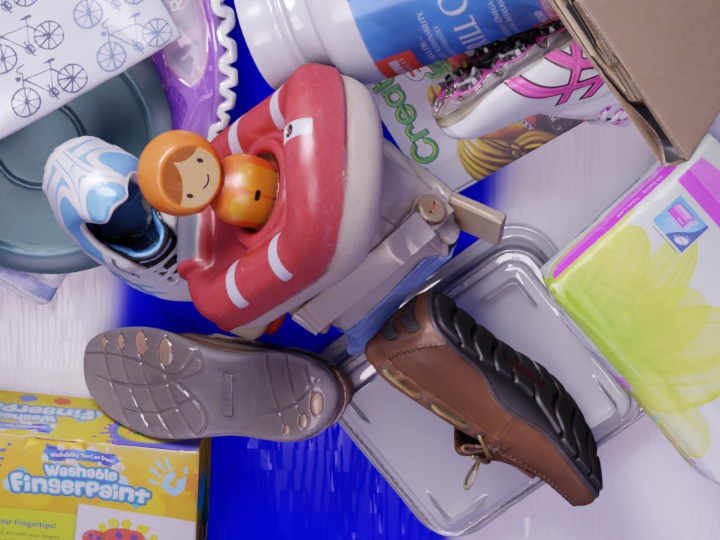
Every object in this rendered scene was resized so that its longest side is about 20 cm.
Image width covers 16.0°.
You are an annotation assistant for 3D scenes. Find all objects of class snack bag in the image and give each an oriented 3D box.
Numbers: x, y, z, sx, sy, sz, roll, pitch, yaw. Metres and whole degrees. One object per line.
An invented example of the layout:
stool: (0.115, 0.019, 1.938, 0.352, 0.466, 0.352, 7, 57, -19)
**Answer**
snack bag: (-0.234, -0.185, 1.562, 0.188, 0.021, 0.201, -29, 100, -9)

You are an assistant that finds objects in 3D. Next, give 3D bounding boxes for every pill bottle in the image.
pill bottle: (0.028, -0.180, 1.570, 0.199, 0.112, 0.113, -19, 108, 14)

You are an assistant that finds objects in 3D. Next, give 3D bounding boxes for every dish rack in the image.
dish rack: (0.082, 0.084, 1.740, 0.199, 0.044, 0.172, -36, 102, 16)

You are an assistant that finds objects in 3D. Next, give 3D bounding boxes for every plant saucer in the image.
plant saucer: (-0.212, -0.088, 1.693, 0.198, 0.027, 0.202, 1, 110, 2)

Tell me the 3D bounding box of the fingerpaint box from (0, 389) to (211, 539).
fingerpaint box: (-0.207, 0.176, 1.791, 0.198, 0.073, 0.168, 4, 112, 4)

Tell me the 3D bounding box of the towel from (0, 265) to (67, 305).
towel: (-0.230, -0.086, 1.720, 0.146, 0.024, 0.201, 29, 111, -6)

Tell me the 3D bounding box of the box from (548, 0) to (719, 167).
box: (0.182, -0.178, 1.550, 0.021, 0.200, 0.164, -23, 110, 40)

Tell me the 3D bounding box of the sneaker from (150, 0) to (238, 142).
sneaker: (-0.125, -0.171, 1.636, 0.088, 0.080, 0.202, -6, 106, -14)

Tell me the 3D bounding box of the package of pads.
package of pads: (0.230, 0.030, 1.675, 0.154, 0.068, 0.200, -43, 101, 5)

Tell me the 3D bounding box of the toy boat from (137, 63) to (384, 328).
toy boat: (-0.073, -0.051, 1.549, 0.130, 0.132, 0.200, 12, 154, -30)

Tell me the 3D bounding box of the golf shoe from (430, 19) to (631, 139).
golf shoe: (0.140, -0.123, 1.604, 0.199, 0.073, 0.093, -29, 105, -13)

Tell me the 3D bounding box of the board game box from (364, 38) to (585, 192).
board game box: (0.051, -0.158, 1.655, 0.126, 0.035, 0.201, -29, 105, 16)

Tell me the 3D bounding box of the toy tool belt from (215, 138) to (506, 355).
toy tool belt: (0.000, 0.000, 1.672, 0.122, 0.126, 0.200, 23, 138, -19)

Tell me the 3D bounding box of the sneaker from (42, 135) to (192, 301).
sneaker: (-0.139, -0.019, 1.659, 0.072, 0.200, 0.073, -41, 58, 4)

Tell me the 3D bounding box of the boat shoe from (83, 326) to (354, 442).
boat shoe: (-0.095, 0.079, 1.739, 0.199, 0.072, 0.076, 10, 98, 25)

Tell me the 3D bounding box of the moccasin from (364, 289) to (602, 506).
moccasin: (0.084, 0.094, 1.668, 0.078, 0.074, 0.201, -36, 129, 25)
